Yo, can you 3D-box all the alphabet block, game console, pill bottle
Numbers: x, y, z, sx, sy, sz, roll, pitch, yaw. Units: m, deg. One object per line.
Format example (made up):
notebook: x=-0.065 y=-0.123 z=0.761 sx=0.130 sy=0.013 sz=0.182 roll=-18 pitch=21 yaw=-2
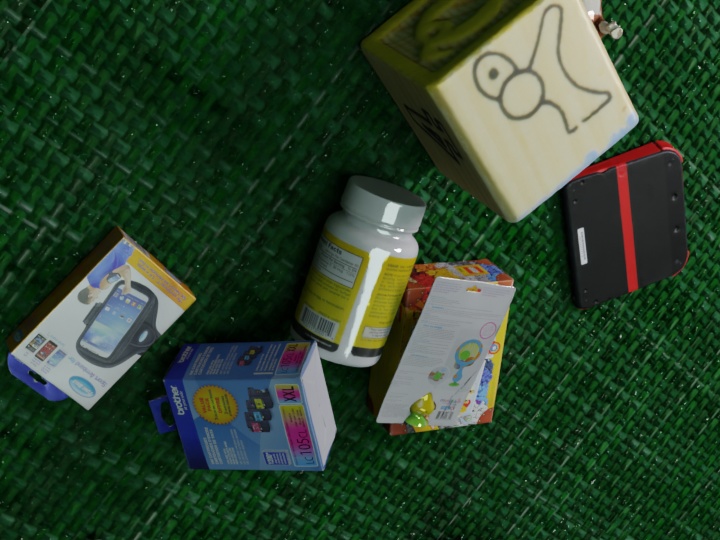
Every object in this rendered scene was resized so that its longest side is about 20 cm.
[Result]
alphabet block: x=0.152 y=-0.208 z=1.324 sx=0.195 sy=0.196 sz=0.200 roll=-39 pitch=123 yaw=-6
game console: x=0.350 y=-0.060 z=1.589 sx=0.176 sy=0.031 sz=0.201 roll=-19 pitch=119 yaw=-11
pill bottle: x=0.000 y=0.000 z=1.395 sx=0.114 sy=0.114 sz=0.201 roll=11 pitch=108 yaw=-29

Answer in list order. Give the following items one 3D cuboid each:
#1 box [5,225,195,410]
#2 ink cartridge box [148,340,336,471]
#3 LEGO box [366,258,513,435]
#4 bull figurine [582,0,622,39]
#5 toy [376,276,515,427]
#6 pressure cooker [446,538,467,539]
box: x=-0.293 y=0.062 z=1.329 sx=0.200 sy=0.041 sz=0.119 roll=-47 pitch=124 yaw=-2
ink cartridge box: x=-0.140 y=0.157 z=1.388 sx=0.199 sy=0.076 sz=0.137 roll=-2 pitch=121 yaw=17
LEGO box: x=0.097 y=0.094 z=1.506 sx=0.148 sy=0.077 sz=0.201 roll=-5 pitch=115 yaw=-23
bull figurine: x=0.253 y=-0.302 z=1.381 sx=0.065 sy=0.121 sz=0.201 roll=-22 pitch=115 yaw=-5
toy: x=0.093 y=0.092 z=1.429 sx=0.115 sy=0.047 sz=0.201 roll=7 pitch=113 yaw=-31
pressure cooker: x=0.151 y=0.485 z=1.638 sx=0.175 sy=0.200 sz=0.179 roll=13 pitch=107 yaw=-30
